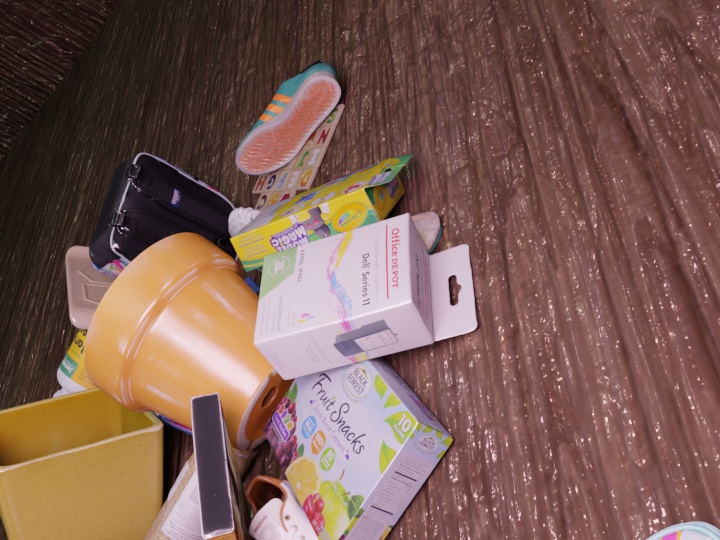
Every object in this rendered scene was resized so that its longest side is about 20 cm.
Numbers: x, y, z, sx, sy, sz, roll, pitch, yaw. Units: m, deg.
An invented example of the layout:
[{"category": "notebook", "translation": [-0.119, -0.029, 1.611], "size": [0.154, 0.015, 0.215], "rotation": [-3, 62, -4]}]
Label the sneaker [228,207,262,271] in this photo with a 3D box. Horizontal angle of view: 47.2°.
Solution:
[{"category": "sneaker", "translation": [-0.125, -0.036, 1.084], "size": [0.199, 0.075, 0.082], "rotation": [9, 81, 57]}]

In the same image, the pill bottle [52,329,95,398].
[{"category": "pill bottle", "translation": [-0.400, 0.142, 1.283], "size": [0.201, 0.112, 0.113], "rotation": [-61, 32, -1]}]

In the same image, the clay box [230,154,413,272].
[{"category": "clay box", "translation": [-0.034, -0.066, 0.913], "size": [0.198, 0.048, 0.115], "rotation": [-17, 17, 24]}]

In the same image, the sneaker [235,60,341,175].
[{"category": "sneaker", "translation": [-0.105, -0.221, 1.193], "size": [0.200, 0.071, 0.080], "rotation": [-39, 33, 22]}]

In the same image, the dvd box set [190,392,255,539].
[{"category": "dvd box set", "translation": [-0.122, 0.234, 0.766], "size": [0.029, 0.201, 0.147], "rotation": [-10, 42, -7]}]

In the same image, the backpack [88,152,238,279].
[{"category": "backpack", "translation": [-0.276, -0.049, 1.183], "size": [0.150, 0.199, 0.179], "rotation": [-21, 52, 50]}]

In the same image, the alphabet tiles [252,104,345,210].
[{"category": "alphabet tiles", "translation": [-0.094, -0.175, 1.203], "size": [0.166, 0.006, 0.202], "rotation": [5, 69, 55]}]

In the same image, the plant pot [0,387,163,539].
[{"category": "plant pot", "translation": [-0.354, 0.280, 1.026], "size": [0.194, 0.194, 0.202], "rotation": [16, 114, 57]}]

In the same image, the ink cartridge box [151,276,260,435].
[{"category": "ink cartridge box", "translation": [-0.204, 0.095, 1.080], "size": [0.201, 0.076, 0.136], "rotation": [-60, 33, 4]}]

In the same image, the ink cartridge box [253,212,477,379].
[{"category": "ink cartridge box", "translation": [0.004, 0.020, 0.783], "size": [0.198, 0.068, 0.118], "rotation": [-16, 45, 16]}]

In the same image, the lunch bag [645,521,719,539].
[{"category": "lunch bag", "translation": [0.176, 0.250, 0.423], "size": [0.160, 0.077, 0.201], "rotation": [-43, 36, 25]}]

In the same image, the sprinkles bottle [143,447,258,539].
[{"category": "sprinkles bottle", "translation": [-0.191, 0.272, 0.929], "size": [0.201, 0.068, 0.068], "rotation": [-60, 32, 0]}]

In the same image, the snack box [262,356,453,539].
[{"category": "snack box", "translation": [-0.011, 0.155, 0.783], "size": [0.143, 0.053, 0.200], "rotation": [-55, 32, 5]}]

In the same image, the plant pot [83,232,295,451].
[{"category": "plant pot", "translation": [-0.159, 0.090, 0.888], "size": [0.182, 0.200, 0.201], "rotation": [31, 91, 19]}]

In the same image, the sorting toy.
[{"category": "sorting toy", "translation": [-0.347, 0.034, 1.240], "size": [0.200, 0.183, 0.037], "rotation": [-121, 44, -53]}]

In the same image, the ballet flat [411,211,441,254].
[{"category": "ballet flat", "translation": [0.000, 0.000, 0.877], "size": [0.200, 0.067, 0.068], "rotation": [-44, 37, 24]}]

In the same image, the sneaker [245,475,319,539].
[{"category": "sneaker", "translation": [-0.059, 0.261, 0.739], "size": [0.073, 0.084, 0.200], "rotation": [-54, 34, 6]}]
